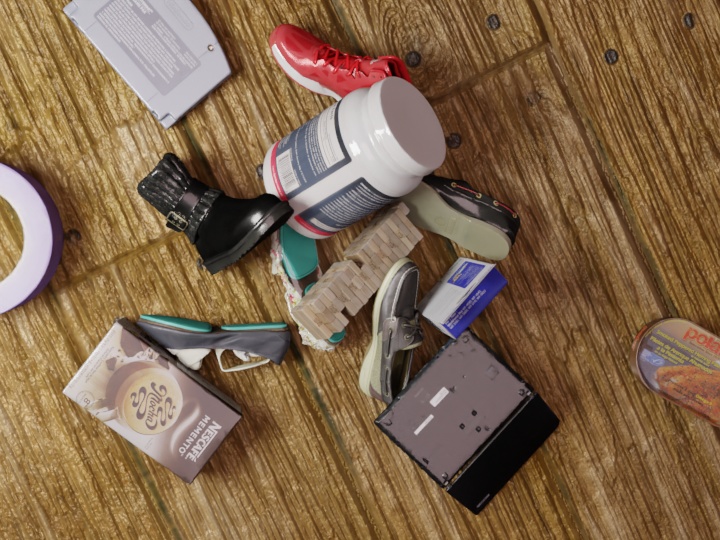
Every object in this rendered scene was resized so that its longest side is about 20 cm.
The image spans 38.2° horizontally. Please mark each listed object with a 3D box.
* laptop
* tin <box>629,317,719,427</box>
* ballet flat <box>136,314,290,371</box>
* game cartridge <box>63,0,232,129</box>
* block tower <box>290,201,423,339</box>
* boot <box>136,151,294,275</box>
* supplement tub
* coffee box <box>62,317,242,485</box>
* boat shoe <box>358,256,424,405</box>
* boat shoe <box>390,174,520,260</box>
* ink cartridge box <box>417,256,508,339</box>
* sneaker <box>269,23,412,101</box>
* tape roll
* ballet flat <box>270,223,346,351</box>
[{"bbox_3d":[0.147,0.203,1.390,0.200,0.103,0.177,43,87,2],"label":"laptop"},{"bbox_3d":[0.467,0.140,1.443,0.200,0.042,0.112,29,93,-7],"label":"tin"},{"bbox_3d":[-0.190,0.097,1.349,0.199,0.073,0.073,4,92,-9],"label":"ballet flat"},{"bbox_3d":[-0.266,-0.299,1.338,0.133,0.040,0.200,-40,96,0],"label":"game cartridge"},{"bbox_3d":[0.000,0.000,1.338,0.058,0.054,0.200,47,65,-17],"label":"block tower"},{"bbox_3d":[-0.186,-0.086,1.280,0.158,0.211,0.079,52,53,-9],"label":"boot"},{"bbox_3d":[-0.009,-0.137,1.282,0.200,0.140,0.141,-27,97,34],"label":"supplement tub"},{"bbox_3d":[-0.263,0.166,1.336,0.200,0.080,0.113,37,87,-7],"label":"coffee box"},{"bbox_3d":[0.052,0.083,1.347,0.066,0.072,0.201,27,115,31],"label":"boat shoe"},{"bbox_3d":[0.117,-0.087,1.381,0.201,0.074,0.063,28,53,3],"label":"boat shoe"},{"bbox_3d":[0.128,0.034,1.316,0.039,0.200,0.099,43,89,-6],"label":"ink cartridge box"},{"bbox_3d":[-0.013,-0.265,1.320,0.200,0.115,0.078,33,57,-15],"label":"sneaker"},{"bbox_3d":[-0.479,-0.041,1.300,0.199,0.085,0.201,0,93,-8],"label":"tape roll"},{"bbox_3d":[-0.082,0.014,1.359,0.076,0.064,0.201,-22,95,-45],"label":"ballet flat"}]
